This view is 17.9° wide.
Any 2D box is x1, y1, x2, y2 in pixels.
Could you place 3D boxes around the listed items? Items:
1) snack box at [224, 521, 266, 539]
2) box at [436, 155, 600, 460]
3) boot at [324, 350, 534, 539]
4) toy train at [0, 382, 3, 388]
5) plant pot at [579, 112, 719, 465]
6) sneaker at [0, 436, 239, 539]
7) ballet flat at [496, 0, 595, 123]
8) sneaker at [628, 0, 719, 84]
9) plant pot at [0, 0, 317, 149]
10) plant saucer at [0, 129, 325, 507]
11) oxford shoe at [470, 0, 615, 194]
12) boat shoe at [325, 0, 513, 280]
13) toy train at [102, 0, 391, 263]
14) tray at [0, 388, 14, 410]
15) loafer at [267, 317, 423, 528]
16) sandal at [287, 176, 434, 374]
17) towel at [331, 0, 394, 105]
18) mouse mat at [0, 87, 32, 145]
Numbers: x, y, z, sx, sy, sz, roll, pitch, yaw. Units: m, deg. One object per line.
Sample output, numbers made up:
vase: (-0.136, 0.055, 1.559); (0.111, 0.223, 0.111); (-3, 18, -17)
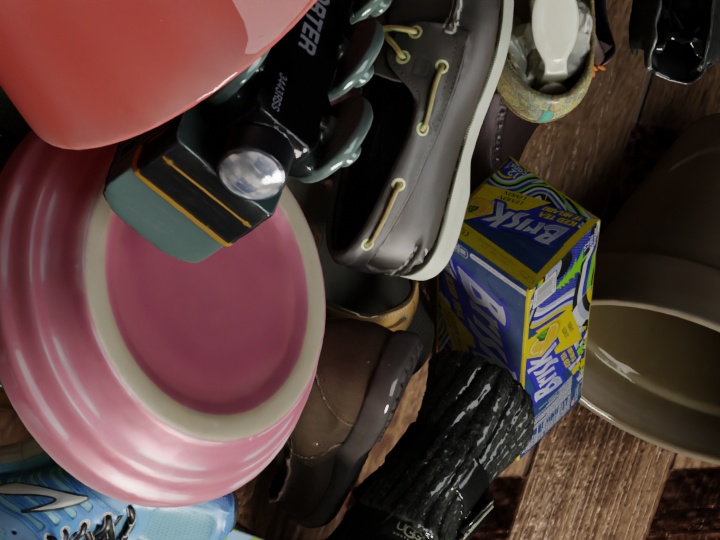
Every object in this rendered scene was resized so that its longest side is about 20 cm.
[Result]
snack box: (-0.150, 0.211, 1.229); (0.142, 0.053, 0.200); (27, 90, -51)
box: (0.088, 0.026, 1.323); (0.064, 0.070, 0.200); (-44, 156, -23)
boot: (0.024, 0.143, 1.314); (0.158, 0.079, 0.211); (-62, -173, -25)
toy train: (-0.116, 0.060, 1.143); (0.056, 0.042, 0.200); (-52, 140, 3)
plant pot: (0.231, 0.004, 1.440); (0.200, 0.200, 0.174); (55, 53, -47)
sneaker: (-0.155, 0.129, 1.097); (0.199, 0.090, 0.079); (-2, 132, -16)
ballet flat: (0.096, -0.179, 1.225); (0.071, 0.071, 0.201); (-9, 98, -44)
sneaker: (0.178, -0.155, 1.299); (0.200, 0.060, 0.105); (6, 91, -88)
plant pot: (-0.118, -0.181, 0.950); (0.201, 0.200, 0.177); (-51, 120, -14)
plant saucer: (-0.087, 0.010, 1.082); (0.200, 0.051, 0.201); (14, 70, -42)
oxford shoe: (0.101, -0.115, 1.292); (0.071, 0.072, 0.200); (-26, 134, -70)
boat shoe: (0.028, -0.096, 1.189); (0.060, 0.072, 0.202); (6, 96, -38)
toy train: (-0.050, -0.095, 1.033); (0.085, 0.114, 0.200); (39, 39, -25)
tray: (-0.151, 0.020, 1.139); (0.200, 0.037, 0.099); (7, 105, -47)
loafer: (-0.022, 0.074, 1.249); (0.073, 0.071, 0.200); (-63, 180, -33)
sandal: (0.000, 0.000, 1.254); (0.200, 0.054, 0.082); (54, 43, -47)
towel: (-0.020, -0.157, 1.193); (0.200, 0.030, 0.147); (-34, 131, -27)
mouse mat: (-0.100, -0.117, 1.112); (0.200, 0.008, 0.161); (27, 95, -41)
